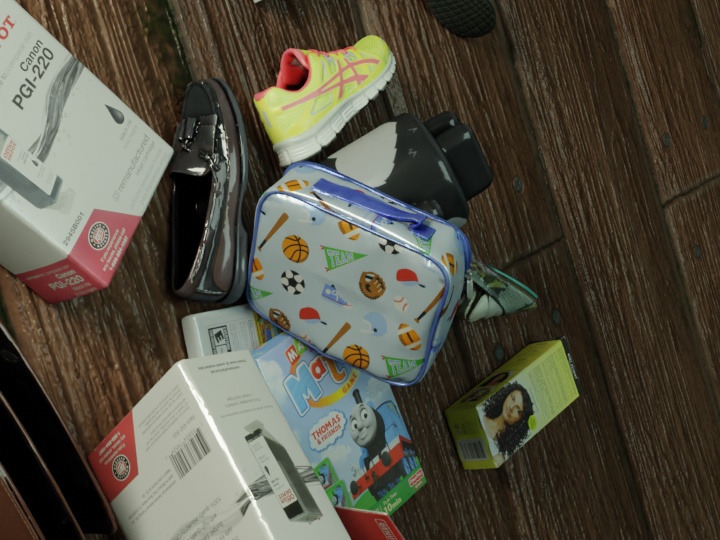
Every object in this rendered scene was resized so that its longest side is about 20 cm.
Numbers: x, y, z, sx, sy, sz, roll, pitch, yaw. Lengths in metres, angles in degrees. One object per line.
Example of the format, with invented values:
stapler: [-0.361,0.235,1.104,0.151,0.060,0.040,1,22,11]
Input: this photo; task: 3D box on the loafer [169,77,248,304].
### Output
loafer: [-0.139,-0.072,1.121,0.062,0.071,0.204,-1,85,-43]

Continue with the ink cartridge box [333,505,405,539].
ink cartridge box: [-0.011,0.271,1.082,0.045,0.174,0.201,-54,128,-33]

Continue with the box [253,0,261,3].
box: [-0.069,-0.378,1.287,0.200,0.041,0.158,-42,112,-45]

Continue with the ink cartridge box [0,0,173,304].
ink cartridge box: [-0.258,-0.094,0.981,0.200,0.084,0.147,42,53,-31]

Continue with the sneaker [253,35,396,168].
sneaker: [-0.035,-0.190,1.258,0.091,0.078,0.200,53,45,-16]

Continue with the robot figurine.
robot figurine: [0.024,-0.071,1.214,0.126,0.198,0.150,59,-3,10]

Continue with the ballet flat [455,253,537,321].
ballet flat: [0.112,0.010,1.390,0.199,0.069,0.072,37,74,-32]

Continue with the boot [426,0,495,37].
boot: [0.098,-0.372,1.456,0.200,0.067,0.132,41,48,-36]

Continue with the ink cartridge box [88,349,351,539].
ink cartridge box: [-0.106,0.187,0.985,0.082,0.147,0.202,-6,60,-51]

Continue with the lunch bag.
lunch bag: [0.000,0.000,1.106,0.076,0.198,0.162,-49,158,-52]

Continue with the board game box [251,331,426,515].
board game box: [-0.024,0.145,1.188,0.151,0.036,0.203,-32,104,-46]

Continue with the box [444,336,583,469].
box: [0.175,0.146,1.432,0.199,0.050,0.076,-32,105,-47]

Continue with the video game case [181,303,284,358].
video game case: [-0.075,0.128,1.180,0.181,0.023,0.204,-10,88,-48]

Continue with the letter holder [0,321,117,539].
letter holder: [-0.250,0.132,0.895,0.100,0.141,0.202,-42,111,-44]
